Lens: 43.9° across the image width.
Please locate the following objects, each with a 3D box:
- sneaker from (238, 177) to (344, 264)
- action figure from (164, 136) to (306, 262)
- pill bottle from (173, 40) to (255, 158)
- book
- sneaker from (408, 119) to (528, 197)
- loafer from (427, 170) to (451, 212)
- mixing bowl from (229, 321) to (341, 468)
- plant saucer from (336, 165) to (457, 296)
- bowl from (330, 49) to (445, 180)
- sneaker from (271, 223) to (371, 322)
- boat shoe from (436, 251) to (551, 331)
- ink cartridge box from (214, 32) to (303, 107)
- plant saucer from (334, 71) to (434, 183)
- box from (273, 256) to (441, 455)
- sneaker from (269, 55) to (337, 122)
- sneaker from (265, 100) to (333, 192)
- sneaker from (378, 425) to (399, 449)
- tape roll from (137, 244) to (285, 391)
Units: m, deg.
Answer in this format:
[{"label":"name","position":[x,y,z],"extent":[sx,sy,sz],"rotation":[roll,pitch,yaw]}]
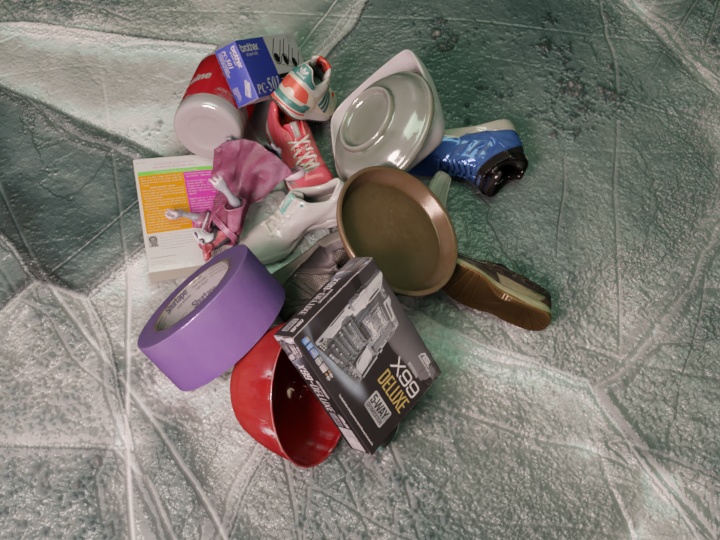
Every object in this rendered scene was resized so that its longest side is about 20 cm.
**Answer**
[{"label":"sneaker","position":[-0.107,-0.083,1.361],"extent":[0.199,0.089,0.076],"rotation":[-29,60,-1]},{"label":"action figure","position":[-0.195,-0.100,1.357],"extent":[0.148,0.133,0.202],"rotation":[30,68,-34]},{"label":"pill bottle","position":[-0.225,-0.285,1.458],"extent":[0.111,0.113,0.201],"rotation":[8,46,3]},{"label":"book","position":[-0.276,-0.087,1.397],"extent":[0.132,0.048,0.202],"rotation":[-9,62,-11]},{"label":"sneaker","position":[0.172,-0.167,1.437],"extent":[0.198,0.077,0.112],"rotation":[-14,60,-10]},{"label":"loafer","position":[0.114,-0.059,1.383],"extent":[0.069,0.070,0.202],"rotation":[17,71,-3]},{"label":"mixing bowl","position":[-0.104,0.156,1.203],"extent":[0.107,0.201,0.202],"rotation":[1,57,30]},{"label":"plant saucer","position":[0.049,-0.053,1.252],"extent":[0.198,0.029,0.202],"rotation":[15,59,-26]},{"label":"bowl","position":[0.051,-0.225,1.419],"extent":[0.199,0.074,0.201],"rotation":[-37,43,28]},{"label":"sneaker","position":[-0.046,0.019,1.292],"extent":[0.199,0.076,0.115],"rotation":[-35,70,23]},{"label":"boat shoe","position":[0.195,0.022,1.334],"extent":[0.199,0.073,0.065],"rotation":[29,46,-8]},{"label":"ink cartridge box","position":[-0.152,-0.327,1.447],"extent":[0.044,0.200,0.095],"rotation":[-19,100,27]},{"label":"plant saucer","position":[0.021,-0.220,1.353],"extent":[0.050,0.199,0.202],"rotation":[28,49,-38]},{"label":"box","position":[0.002,0.109,1.154],"extent":[0.158,0.201,0.050],"rotation":[-44,25,-28]},{"label":"sneaker","position":[-0.068,-0.296,1.441],"extent":[0.070,0.200,0.094],"rotation":[44,112,8]},{"label":"sneaker","position":[-0.103,-0.194,1.437],"extent":[0.073,0.087,0.201],"rotation":[-24,65,-14]},{"label":"sneaker","position":[0.027,0.147,1.250],"extent":[0.077,0.092,0.202],"rotation":[5,61,2]},{"label":"tape roll","position":[-0.203,0.063,1.223],"extent":[0.085,0.199,0.200],"rotation":[50,65,-19]}]
